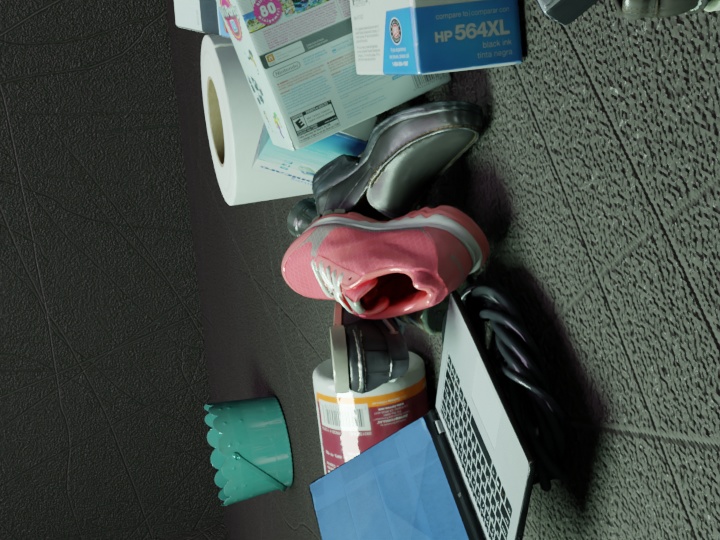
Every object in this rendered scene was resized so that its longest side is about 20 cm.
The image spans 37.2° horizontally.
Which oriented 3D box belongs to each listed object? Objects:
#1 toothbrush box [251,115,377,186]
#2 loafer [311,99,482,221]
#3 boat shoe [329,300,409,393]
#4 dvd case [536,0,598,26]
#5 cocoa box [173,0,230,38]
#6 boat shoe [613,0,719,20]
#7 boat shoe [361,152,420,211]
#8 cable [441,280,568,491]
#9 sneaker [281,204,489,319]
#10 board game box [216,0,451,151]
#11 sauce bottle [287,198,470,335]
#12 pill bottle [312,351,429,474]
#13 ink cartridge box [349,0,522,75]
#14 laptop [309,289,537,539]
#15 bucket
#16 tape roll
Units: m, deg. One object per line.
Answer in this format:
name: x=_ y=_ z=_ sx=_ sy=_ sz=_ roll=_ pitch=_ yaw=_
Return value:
toothbrush box: x=-0.035 y=-0.173 z=1.015 sx=0.200 sy=0.085 sz=0.147 roll=150 pitch=135 yaw=-73
loafer: x=0.032 y=-0.073 z=0.869 sx=0.200 sy=0.073 sz=0.072 roll=-33 pitch=55 yaw=52
boat shoe: x=0.010 y=0.062 z=0.884 sx=0.200 sy=0.063 sz=0.073 roll=-75 pitch=-20 yaw=-85
dvd case: x=0.109 y=-0.229 z=0.479 sx=0.150 sy=0.025 sz=0.200 roll=-37 pitch=55 yaw=30
cocoa box: x=-0.112 y=-0.356 z=1.112 sx=0.133 sy=0.131 sz=0.200 roll=-56 pitch=-25 yaw=-47
boat shoe: x=0.123 y=-0.206 z=0.518 sx=0.072 sy=0.060 sz=0.201 roll=85 pitch=170 yaw=-62
boat shoe: x=0.015 y=-0.065 z=1.032 sx=0.200 sy=0.064 sz=0.071 roll=106 pitch=151 yaw=-59
cable: x=0.110 y=0.087 z=0.818 sx=0.200 sy=0.051 sz=0.163 roll=141 pitch=124 yaw=-77
sneaker: x=0.000 y=0.000 z=0.840 sx=0.200 sy=0.087 sz=0.074 roll=-8 pitch=123 yaw=41
board game box: x=-0.033 y=-0.217 z=0.855 sx=0.200 sy=0.147 sz=0.064 roll=69 pitch=166 yaw=-18
sauce bottle: x=0.009 y=-0.012 z=0.955 sx=0.200 sy=0.065 sz=0.065 roll=33 pitch=136 yaw=39
pill bottle: x=0.019 y=0.189 z=1.081 sx=0.114 sy=0.114 sz=0.200 roll=-147 pitch=49 yaw=-71
ink cartridge box: x=0.044 y=-0.244 z=0.764 sx=0.146 sy=0.084 sz=0.200 roll=-147 pitch=50 yaw=-70
laptop: x=0.035 y=0.153 z=0.796 sx=0.187 sy=0.116 sz=0.200 roll=-110 pitch=19 yaw=-52
bucket: x=-0.212 y=0.337 z=2.025 sx=0.207 sy=0.135 sz=0.208 roll=171 pitch=90 yaw=-76
tape roll: x=-0.104 y=-0.185 z=1.266 sx=0.203 sy=0.139 sz=0.203 roll=170 pitch=90 yaw=-76
